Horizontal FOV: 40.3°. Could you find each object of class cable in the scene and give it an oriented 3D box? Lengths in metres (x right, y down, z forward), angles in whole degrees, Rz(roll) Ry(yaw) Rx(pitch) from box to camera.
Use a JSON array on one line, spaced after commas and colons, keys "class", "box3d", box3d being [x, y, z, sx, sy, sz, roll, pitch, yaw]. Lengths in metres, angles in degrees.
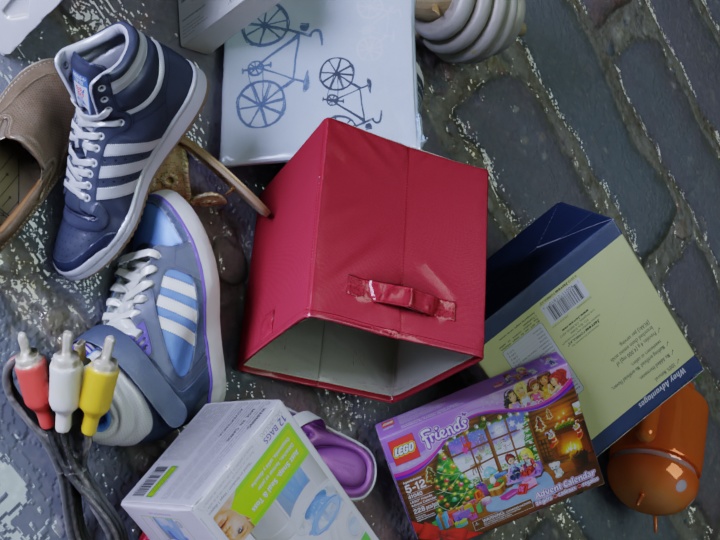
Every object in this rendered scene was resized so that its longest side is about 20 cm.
[{"class": "cable", "box3d": [-0.221, 0.136, 0.726, 0.050, 0.095, 0.204, -61, 154, -75]}]

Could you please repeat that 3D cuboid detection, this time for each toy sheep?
[{"class": "toy sheep", "box3d": [0.122, -0.302, 1.136, 0.198, 0.137, 0.140, -1, 78, -42]}]

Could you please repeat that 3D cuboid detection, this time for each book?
[{"class": "book", "box3d": [-0.124, -0.324, 0.918, 0.048, 0.133, 0.204, 9, 72, -40]}]

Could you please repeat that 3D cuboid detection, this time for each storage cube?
[{"class": "storage cube", "box3d": [0.000, 0.000, 0.886, 0.168, 0.200, 0.183, 14, 66, -21]}]

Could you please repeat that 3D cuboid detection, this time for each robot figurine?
[{"class": "robot figurine", "box3d": [0.373, 0.217, 1.227, 0.115, 0.144, 0.202, 22, 59, -3]}]

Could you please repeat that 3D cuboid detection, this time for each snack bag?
[{"class": "snack bag", "box3d": [-0.037, -0.188, 0.939, 0.021, 0.196, 0.192, 76, 12, -67]}]

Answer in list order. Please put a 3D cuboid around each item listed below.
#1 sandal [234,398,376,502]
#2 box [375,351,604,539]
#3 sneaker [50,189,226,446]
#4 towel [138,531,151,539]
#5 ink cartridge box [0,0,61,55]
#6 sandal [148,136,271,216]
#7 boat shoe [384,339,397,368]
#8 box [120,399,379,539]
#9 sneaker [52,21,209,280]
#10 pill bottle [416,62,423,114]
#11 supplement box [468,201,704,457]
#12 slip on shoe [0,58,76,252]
[{"class": "sandal", "box3d": [-0.056, 0.163, 0.897, 0.201, 0.049, 0.084, 18, 66, -37]}, {"class": "box", "box3d": [0.128, 0.182, 0.970, 0.197, 0.039, 0.139, -22, 105, -1]}, {"class": "sneaker", "box3d": [-0.189, 0.039, 0.790, 0.145, 0.080, 0.204, -10, 90, -47]}, {"class": "towel", "box3d": [-0.106, 0.265, 0.804, 0.200, 0.022, 0.146, 45, 52, -25]}, {"class": "ink cartridge box", "box3d": [-0.238, -0.291, 0.796, 0.084, 0.144, 0.202, 43, 53, -23]}, {"class": "sandal", "box3d": [-0.179, -0.099, 0.866, 0.212, 0.078, 0.070, 44, 84, -16]}, {"class": "boat shoe", "box3d": [0.059, 0.020, 1.026, 0.075, 0.073, 0.202, 35, 57, -29]}, {"class": "box", "box3d": [-0.070, 0.212, 0.761, 0.113, 0.100, 0.201, -48, 116, -37]}, {"class": "sneaker", "box3d": [-0.208, -0.097, 0.765, 0.202, 0.070, 0.108, -60, 146, -3]}, {"class": "pill bottle", "box3d": [0.004, -0.164, 0.998, 0.119, 0.119, 0.203, 23, 63, -35]}, {"class": "supplement box", "box3d": [0.216, 0.073, 1.053, 0.199, 0.134, 0.201, -37, 107, -3]}, {"class": "slip on shoe", "box3d": [-0.267, -0.091, 0.770, 0.076, 0.060, 0.202, 42, 54, -25]}]
